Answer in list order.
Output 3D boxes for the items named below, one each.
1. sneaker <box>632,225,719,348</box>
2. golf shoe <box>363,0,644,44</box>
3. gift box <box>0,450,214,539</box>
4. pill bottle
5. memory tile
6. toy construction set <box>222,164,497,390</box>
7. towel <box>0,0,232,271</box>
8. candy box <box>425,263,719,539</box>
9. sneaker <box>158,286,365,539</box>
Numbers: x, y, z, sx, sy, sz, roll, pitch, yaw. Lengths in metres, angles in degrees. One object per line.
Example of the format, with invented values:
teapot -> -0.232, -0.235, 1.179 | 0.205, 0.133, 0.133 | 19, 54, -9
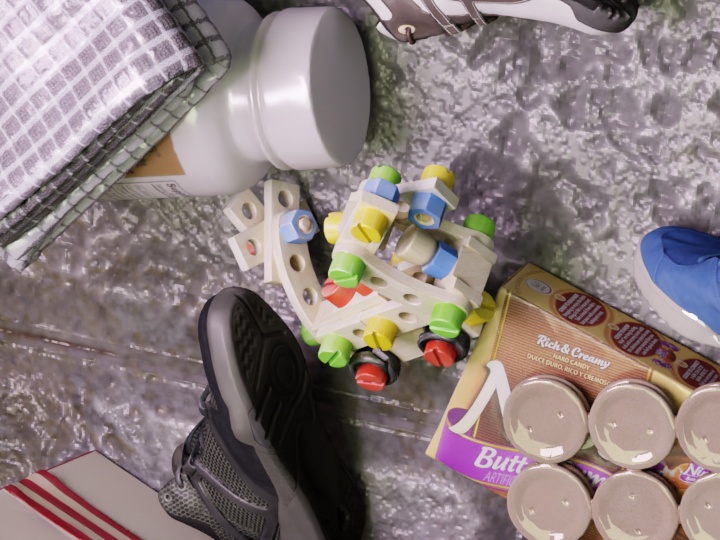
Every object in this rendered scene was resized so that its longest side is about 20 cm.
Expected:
sneaker -> 0.225, -0.001, 1.486 | 0.200, 0.077, 0.111 | 40, 137, 42
golf shoe -> 0.059, -0.160, 1.553 | 0.200, 0.078, 0.095 | 27, 126, 20
gift box -> -0.158, 0.245, 1.703 | 0.187, 0.184, 0.200 | 31, 119, 21
pill bottle -> -0.102, -0.098, 1.607 | 0.200, 0.114, 0.115 | -2, 105, 23
memory tile -> 0.176, 0.132, 1.555 | 0.200, 0.017, 0.153 | 1, 106, 21
toy construction set -> 0.000, 0.000, 1.579 | 0.131, 0.092, 0.200 | 35, 161, -26
towel -> -0.189, -0.114, 1.531 | 0.200, 0.086, 0.166 | -41, 81, 23
candy box -> 0.150, 0.095, 1.594 | 0.200, 0.056, 0.117 | 29, 114, 11
sneaker -> -0.078, 0.094, 1.653 | 0.114, 0.076, 0.200 | 1, 134, 26
